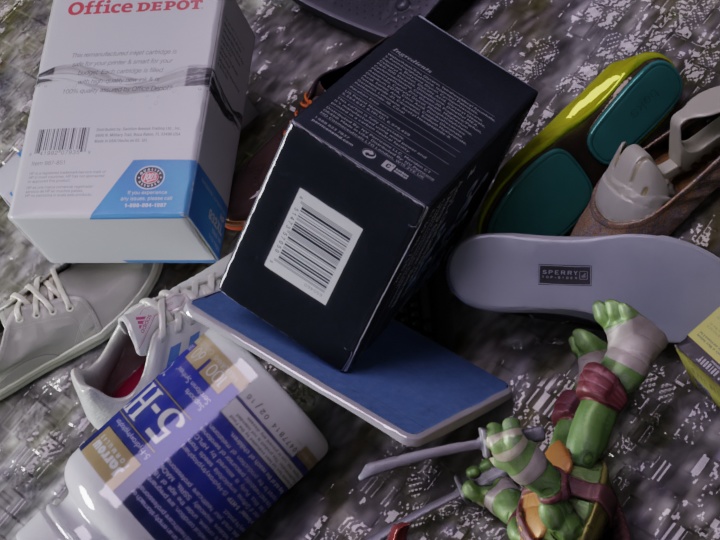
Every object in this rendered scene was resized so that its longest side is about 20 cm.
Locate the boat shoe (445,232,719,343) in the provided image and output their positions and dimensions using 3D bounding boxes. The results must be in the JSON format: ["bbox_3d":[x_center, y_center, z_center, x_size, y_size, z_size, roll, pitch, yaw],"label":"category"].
[{"bbox_3d":[0.158,0.011,1.348,0.199,0.066,0.070,3,89,7],"label":"boat shoe"}]

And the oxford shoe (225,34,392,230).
[{"bbox_3d":[-0.037,-0.109,1.537,0.200,0.073,0.071,-38,49,-2],"label":"oxford shoe"}]

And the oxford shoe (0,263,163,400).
[{"bbox_3d":[-0.240,0.032,1.553,0.199,0.058,0.075,-34,46,0],"label":"oxford shoe"}]

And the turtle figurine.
[{"bbox_3d":[0.097,0.106,1.265,0.199,0.144,0.194,17,62,32],"label":"turtle figurine"}]

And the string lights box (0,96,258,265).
[{"bbox_3d":[-0.192,-0.100,1.622,0.200,0.059,0.103,-42,48,-5],"label":"string lights box"}]

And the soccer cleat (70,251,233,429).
[{"bbox_3d":[-0.126,0.040,1.466,0.200,0.086,0.070,-45,49,-9],"label":"soccer cleat"}]

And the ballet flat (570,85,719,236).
[{"bbox_3d":[0.214,-0.075,1.384,0.200,0.067,0.068,-39,48,-2],"label":"ballet flat"}]

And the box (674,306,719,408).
[{"bbox_3d":[0.301,0.016,1.283,0.200,0.050,0.075,-42,48,-5],"label":"box"}]

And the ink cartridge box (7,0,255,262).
[{"bbox_3d":[-0.170,-0.112,1.529,0.144,0.084,0.201,0,65,17],"label":"ink cartridge box"}]

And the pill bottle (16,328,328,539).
[{"bbox_3d":[-0.131,0.145,1.371,0.200,0.120,0.120,-43,48,-7],"label":"pill bottle"}]

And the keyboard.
[{"bbox_3d":[0.000,0.000,1.453,0.126,0.021,0.201,-7,52,3],"label":"keyboard"}]

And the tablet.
[{"bbox_3d":[-0.008,0.054,1.353,0.199,0.014,0.130,29,28,27],"label":"tablet"}]

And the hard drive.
[{"bbox_3d":[0.012,-0.251,1.635,0.200,0.042,0.135,31,75,40],"label":"hard drive"}]

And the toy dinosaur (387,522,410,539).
[{"bbox_3d":[0.053,0.280,1.164,0.105,0.200,0.182,-40,14,16],"label":"toy dinosaur"}]

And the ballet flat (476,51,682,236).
[{"bbox_3d":[0.148,-0.082,1.435,0.200,0.067,0.067,-44,27,-11],"label":"ballet flat"}]

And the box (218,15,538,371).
[{"bbox_3d":[0.014,-0.055,1.352,0.107,0.149,0.200,32,37,8],"label":"box"}]
